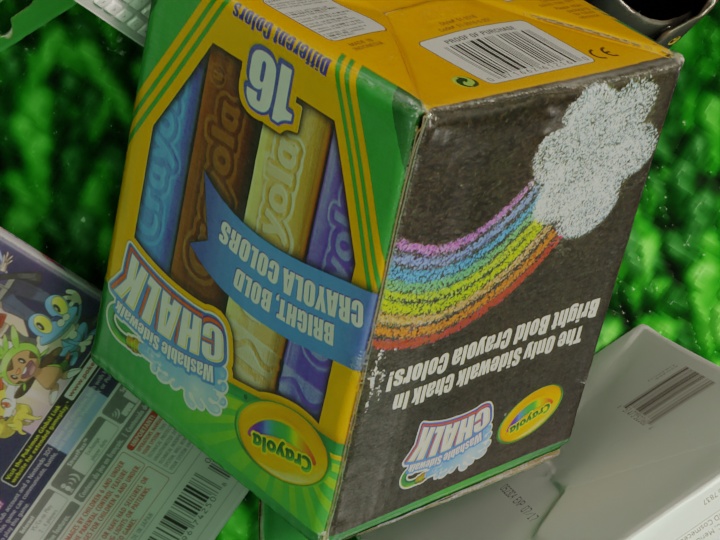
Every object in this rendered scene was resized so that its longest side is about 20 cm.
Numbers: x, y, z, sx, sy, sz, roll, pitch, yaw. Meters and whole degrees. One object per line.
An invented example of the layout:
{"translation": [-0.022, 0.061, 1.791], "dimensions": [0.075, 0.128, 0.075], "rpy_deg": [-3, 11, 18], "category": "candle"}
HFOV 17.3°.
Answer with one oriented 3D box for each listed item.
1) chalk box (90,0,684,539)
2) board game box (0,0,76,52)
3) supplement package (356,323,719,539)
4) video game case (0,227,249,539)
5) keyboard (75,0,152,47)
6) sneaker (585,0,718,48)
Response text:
{"translation": [0.000, 0.000, 0.781], "dimensions": [0.125, 0.124, 0.200], "rpy_deg": [-15, 130, -43], "category": "chalk box"}
{"translation": [-0.177, -0.159, 0.812], "dimensions": [0.095, 0.030, 0.200], "rpy_deg": [-31, 111, 13], "category": "board game box"}
{"translation": [0.120, 0.152, 0.845], "dimensions": [0.147, 0.191, 0.200], "rpy_deg": [-34, 102, -3], "category": "supplement package"}
{"translation": [-0.143, 0.093, 0.844], "dimensions": [0.182, 0.023, 0.200], "rpy_deg": [35, 91, -37], "category": "video game case"}
{"translation": [-0.048, -0.091, 0.790], "dimensions": [0.056, 0.200, 0.011], "rpy_deg": [-34, 74, 9], "category": "keyboard"}
{"translation": [0.060, -0.067, 0.849], "dimensions": [0.075, 0.106, 0.200], "rpy_deg": [31, 93, -12], "category": "sneaker"}
